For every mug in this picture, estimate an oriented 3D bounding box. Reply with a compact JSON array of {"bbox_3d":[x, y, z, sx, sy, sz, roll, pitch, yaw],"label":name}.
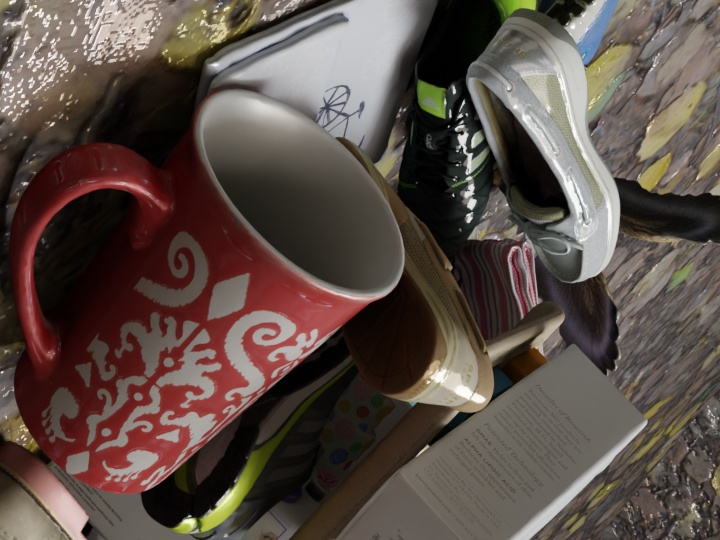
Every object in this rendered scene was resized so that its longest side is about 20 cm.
[{"bbox_3d":[-0.105,0.007,0.819,0.200,0.177,0.134,-45,-164,30],"label":"mug"}]

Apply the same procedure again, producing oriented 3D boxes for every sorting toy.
[{"bbox_3d":[0.045,0.105,0.952,0.185,0.036,0.200,-49,170,21],"label":"sorting toy"}]

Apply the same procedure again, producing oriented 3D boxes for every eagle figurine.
[{"bbox_3d":[0.171,-0.032,1.158,0.150,0.200,0.152,-29,154,-40],"label":"eagle figurine"}]

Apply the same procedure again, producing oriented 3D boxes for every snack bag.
[{"bbox_3d":[-0.030,-0.086,0.913,0.199,0.021,0.189,-32,155,-35],"label":"snack bag"}]

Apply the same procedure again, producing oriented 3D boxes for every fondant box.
[{"bbox_3d":[-0.082,0.113,0.999,0.200,0.144,0.058,-44,171,-5],"label":"fondant box"}]

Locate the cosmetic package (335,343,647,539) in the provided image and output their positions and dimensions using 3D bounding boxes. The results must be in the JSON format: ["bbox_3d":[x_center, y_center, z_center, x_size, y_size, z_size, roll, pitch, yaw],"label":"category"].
[{"bbox_3d":[0.075,0.128,0.896,0.200,0.074,0.102,-30,162,-51],"label":"cosmetic package"}]

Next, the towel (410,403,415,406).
[{"bbox_3d":[-0.037,0.118,1.102,0.199,0.022,0.147,-23,133,13],"label":"towel"}]

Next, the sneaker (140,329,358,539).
[{"bbox_3d":[-0.047,0.083,0.935,0.200,0.074,0.081,-47,146,-10],"label":"sneaker"}]

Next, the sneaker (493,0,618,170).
[{"bbox_3d":[0.116,-0.137,1.027,0.200,0.079,0.089,-53,156,18],"label":"sneaker"}]

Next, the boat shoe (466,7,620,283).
[{"bbox_3d":[0.108,-0.064,0.946,0.065,0.074,0.203,-42,140,-22],"label":"boat shoe"}]

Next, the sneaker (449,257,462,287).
[{"bbox_3d":[0.047,0.014,1.182,0.080,0.075,0.201,-28,152,-41],"label":"sneaker"}]

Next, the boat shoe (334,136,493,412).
[{"bbox_3d":[0.014,0.004,0.862,0.064,0.201,0.071,25,119,-38],"label":"boat shoe"}]

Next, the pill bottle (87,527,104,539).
[{"bbox_3d":[-0.145,0.236,1.151,0.114,0.114,0.200,-39,168,-17],"label":"pill bottle"}]

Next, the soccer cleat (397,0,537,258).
[{"bbox_3d":[0.055,-0.096,0.965,0.081,0.067,0.201,-22,132,-57],"label":"soccer cleat"}]

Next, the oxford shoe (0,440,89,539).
[{"bbox_3d":[-0.189,0.199,0.963,0.075,0.070,0.201,-45,122,-26],"label":"oxford shoe"}]

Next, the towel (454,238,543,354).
[{"bbox_3d":[0.096,0.049,1.171,0.030,0.148,0.200,-6,-177,-12],"label":"towel"}]
